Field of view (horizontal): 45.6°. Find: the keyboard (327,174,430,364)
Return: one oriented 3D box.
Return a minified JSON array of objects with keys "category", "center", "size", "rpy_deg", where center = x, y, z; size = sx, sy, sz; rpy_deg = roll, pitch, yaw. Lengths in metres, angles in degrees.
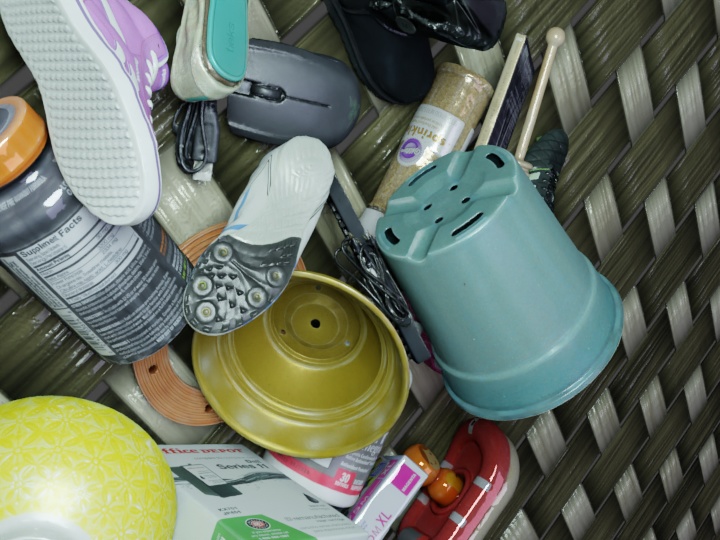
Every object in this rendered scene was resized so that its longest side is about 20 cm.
[{"category":"keyboard","center":[0.000,0.000,0.798],"size":[0.039,0.104,0.202],"rpy_deg":[-28,88,-8]}]

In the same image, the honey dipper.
[{"category":"honey dipper","center":[0.200,-0.179,0.988],"size":[0.038,0.038,0.203],"rpy_deg":[9,101,-46]}]

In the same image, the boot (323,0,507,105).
[{"category":"boot","center":[0.059,-0.212,0.768],"size":[0.077,0.167,0.200],"rpy_deg":[-53,136,-13]}]

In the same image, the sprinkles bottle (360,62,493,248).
[{"category":"sprinkles bottle","center":[0.067,-0.113,0.894],"size":[0.068,0.068,0.202],"rpy_deg":[32,84,-47]}]

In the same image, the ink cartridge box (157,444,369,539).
[{"category":"ink cartridge box","center":[-0.114,0.232,0.771],"size":[0.146,0.199,0.084],"rpy_deg":[12,97,-47]}]

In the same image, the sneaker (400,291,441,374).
[{"category":"sneaker","center":[0.097,0.063,1.000],"size":[0.089,0.081,0.200],"rpy_deg":[-58,145,-10]}]

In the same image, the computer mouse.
[{"category":"computer mouse","center":[-0.066,-0.147,0.757],"size":[0.198,0.052,0.141],"rpy_deg":[-5,110,-43]}]

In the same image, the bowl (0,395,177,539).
[{"category":"bowl","center":[-0.238,0.206,0.639],"size":[0.197,0.108,0.203],"rpy_deg":[-3,103,-11]}]

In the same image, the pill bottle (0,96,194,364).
[{"category":"pill bottle","center":[-0.210,-0.029,0.627],"size":[0.106,0.106,0.201],"rpy_deg":[-48,134,-18]}]

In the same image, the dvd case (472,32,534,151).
[{"category":"dvd case","center":[0.148,-0.145,0.951],"size":[0.149,0.016,0.203],"rpy_deg":[5,105,-75]}]

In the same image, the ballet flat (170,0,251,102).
[{"category":"ballet flat","center":[-0.114,-0.222,0.662],"size":[0.067,0.062,0.203],"rpy_deg":[28,60,-42]}]

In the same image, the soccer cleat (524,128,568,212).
[{"category":"soccer cleat","center":[0.210,-0.082,1.040],"size":[0.201,0.081,0.068],"rpy_deg":[-56,136,-11]}]

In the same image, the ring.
[{"category":"ring","center":[-0.129,0.049,0.807],"size":[0.199,0.019,0.203],"rpy_deg":[-21,122,-37]}]

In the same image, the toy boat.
[{"category":"toy boat","center":[0.104,0.268,1.080],"size":[0.131,0.130,0.201],"rpy_deg":[43,75,-16]}]

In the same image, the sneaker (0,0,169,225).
[{"category":"sneaker","center":[-0.159,-0.122,0.591],"size":[0.072,0.203,0.114],"rpy_deg":[-32,164,26]}]

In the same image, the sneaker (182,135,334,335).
[{"category":"sneaker","center":[-0.082,-0.025,0.701],"size":[0.071,0.072,0.201],"rpy_deg":[34,58,-8]}]

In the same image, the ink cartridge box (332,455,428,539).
[{"category":"ink cartridge box","center":[-0.001,0.261,0.946],"size":[0.042,0.200,0.120],"rpy_deg":[41,72,0]}]

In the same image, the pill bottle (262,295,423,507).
[{"category":"pill bottle","center":[-0.013,0.130,0.890],"size":[0.110,0.110,0.202],"rpy_deg":[27,88,-47]}]

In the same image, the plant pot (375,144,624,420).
[{"category":"plant pot","center":[0.122,0.003,0.819],"size":[0.201,0.199,0.197],"rpy_deg":[-49,123,-17]}]

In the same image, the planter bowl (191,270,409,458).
[{"category":"planter bowl","center":[-0.049,0.068,0.789],"size":[0.084,0.197,0.203],"rpy_deg":[-73,159,-59]}]
